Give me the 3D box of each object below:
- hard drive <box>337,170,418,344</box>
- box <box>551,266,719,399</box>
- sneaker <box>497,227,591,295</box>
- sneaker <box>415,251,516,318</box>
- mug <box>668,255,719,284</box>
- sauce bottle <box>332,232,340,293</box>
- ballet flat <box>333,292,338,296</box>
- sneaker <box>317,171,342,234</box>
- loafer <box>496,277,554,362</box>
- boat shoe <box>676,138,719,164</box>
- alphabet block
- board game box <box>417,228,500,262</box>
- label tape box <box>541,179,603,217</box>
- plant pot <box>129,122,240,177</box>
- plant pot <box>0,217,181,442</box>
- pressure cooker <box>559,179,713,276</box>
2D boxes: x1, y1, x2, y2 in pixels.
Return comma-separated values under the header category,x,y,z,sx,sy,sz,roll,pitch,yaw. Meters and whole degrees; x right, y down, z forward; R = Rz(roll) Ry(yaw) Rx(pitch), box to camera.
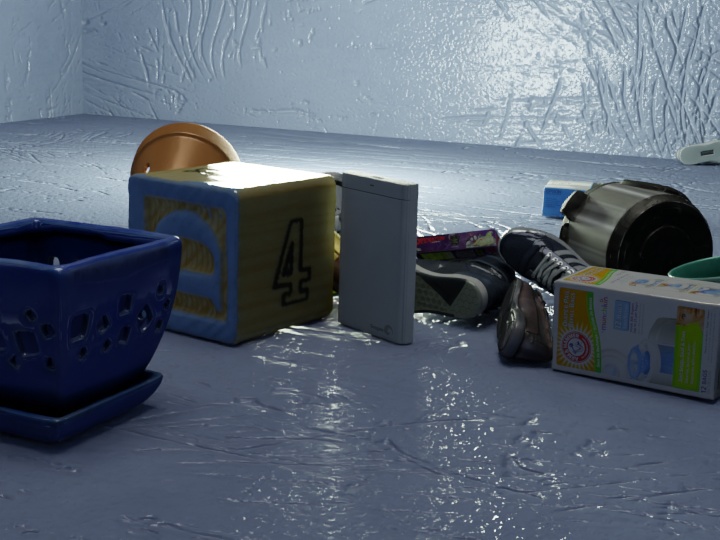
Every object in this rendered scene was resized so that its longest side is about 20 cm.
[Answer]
category,x,y,z,sx,sy,sz,roll,pitch,yaw
hard drive,0.021,-0.019,1.536,0.027,0.200,0.132,-9,16,-38
box,0.331,0.067,1.396,0.200,0.113,0.101,10,16,33
sneaker,0.266,0.016,1.591,0.200,0.070,0.109,33,20,3
sneaker,0.122,0.013,1.682,0.202,0.077,0.146,15,22,36
mug,0.471,0.046,1.457,0.185,0.115,0.152,-6,9,31
sauce bottle,-0.029,-0.004,1.651,0.066,0.066,0.200,-10,44,-43
ballet flat,0.000,0.000,1.758,0.200,0.067,0.067,-6,12,-34
sneaker,-0.066,-0.085,2.131,0.075,0.115,0.200,-1,-22,-13
loafer,0.209,0.068,1.517,0.063,0.072,0.200,22,19,0
boat shoe,0.998,-0.333,3.438,0.201,0.075,0.086,-7,10,3
alphabet block,-0.166,-0.030,1.576,0.195,0.197,0.200,12,16,33
board game box,0.151,-0.022,1.770,0.120,0.032,0.200,-1,-11,12
label tape box,0.462,-0.153,2.533,0.143,0.066,0.200,5,14,14
plant pot,-0.312,-0.138,2.106,0.200,0.200,0.140,2,30,2
plant pot,-0.310,0.056,1.196,0.200,0.180,0.200,8,13,24
pressure cooker,0.385,-0.040,1.753,0.178,0.176,0.200,-13,16,-18
